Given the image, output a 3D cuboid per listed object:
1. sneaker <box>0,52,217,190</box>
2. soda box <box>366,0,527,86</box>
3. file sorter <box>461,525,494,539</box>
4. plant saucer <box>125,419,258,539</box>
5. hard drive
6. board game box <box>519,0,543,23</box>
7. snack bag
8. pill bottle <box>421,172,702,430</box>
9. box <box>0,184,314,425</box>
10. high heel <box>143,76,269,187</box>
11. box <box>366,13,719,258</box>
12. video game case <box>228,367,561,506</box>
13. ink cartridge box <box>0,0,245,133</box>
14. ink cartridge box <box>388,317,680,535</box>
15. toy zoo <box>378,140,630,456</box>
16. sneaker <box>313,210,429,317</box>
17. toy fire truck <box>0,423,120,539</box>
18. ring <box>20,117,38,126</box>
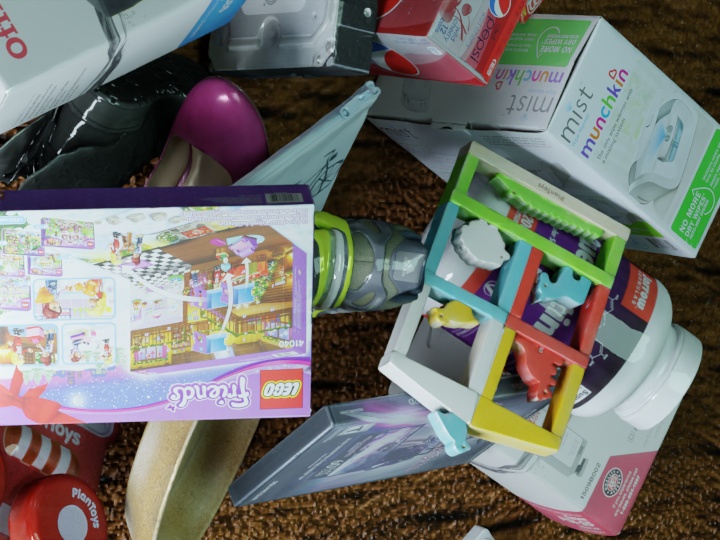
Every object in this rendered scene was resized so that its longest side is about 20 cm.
[{"bbox_3d":[-0.162,-0.083,1.532,0.104,0.060,0.200,-53,162,21],"label":"sneaker"},{"bbox_3d":[0.014,-0.171,1.568,0.063,0.200,0.070,35,76,-36],"label":"soda box"},{"bbox_3d":[0.126,0.320,1.782,0.139,0.124,0.200,-46,122,-23],"label":"file sorter"},{"bbox_3d":[-0.106,0.105,1.556,0.200,0.035,0.201,23,90,-81],"label":"plant saucer"},{"bbox_3d":[-0.038,-0.226,1.550,0.038,0.139,0.201,8,88,-39],"label":"hard drive"},{"bbox_3d":[0.108,-0.281,1.655,0.200,0.151,0.046,-49,151,-21],"label":"board game box"},{"bbox_3d":[-0.078,-0.021,1.533,0.021,0.200,0.188,42,51,12],"label":"snack bag"},{"bbox_3d":[0.136,0.026,1.647,0.200,0.112,0.113,33,76,-13],"label":"pill bottle"},{"bbox_3d":[-0.127,0.020,1.404,0.199,0.039,0.137,-1,111,-7],"label":"box"},{"bbox_3d":[-0.113,-0.042,1.511,0.096,0.067,0.200,-49,167,-30],"label":"high heel"},{"bbox_3d":[0.133,-0.096,1.674,0.176,0.200,0.097,36,74,-35],"label":"box"},{"bbox_3d":[0.027,0.111,1.592,0.199,0.143,0.019,-6,68,-34],"label":"video game case"},{"bbox_3d":[-0.180,-0.187,1.431,0.200,0.084,0.145,-30,85,-31],"label":"ink cartridge box"},{"bbox_3d":[0.136,0.088,1.778,0.200,0.083,0.147,36,75,-35],"label":"ink cartridge box"},{"bbox_3d":[0.091,0.031,1.549,0.131,0.020,0.201,27,66,-16],"label":"toy zoo"},{"bbox_3d":[0.000,0.000,1.523,0.081,0.200,0.074,6,93,-3],"label":"sneaker"},{"bbox_3d":[-0.239,0.105,1.488,0.200,0.112,0.169,34,52,-37],"label":"toy fire truck"},{"bbox_3d":[-0.218,-0.191,1.500,0.200,0.019,0.201,-6,100,-36],"label":"ring"}]
